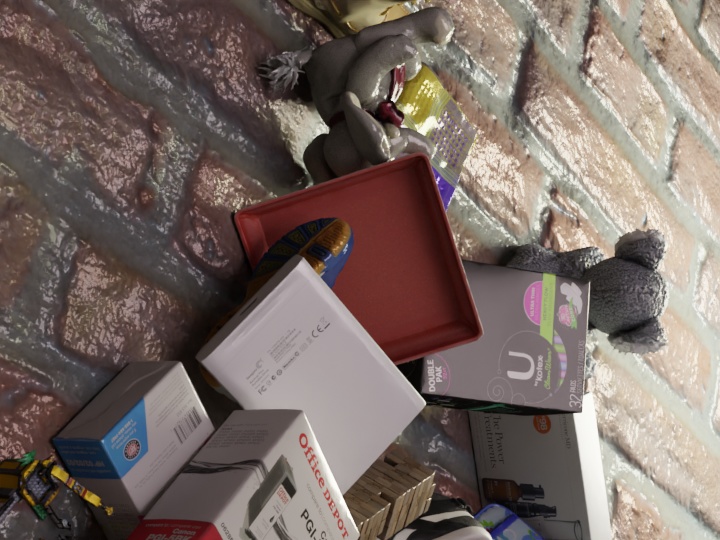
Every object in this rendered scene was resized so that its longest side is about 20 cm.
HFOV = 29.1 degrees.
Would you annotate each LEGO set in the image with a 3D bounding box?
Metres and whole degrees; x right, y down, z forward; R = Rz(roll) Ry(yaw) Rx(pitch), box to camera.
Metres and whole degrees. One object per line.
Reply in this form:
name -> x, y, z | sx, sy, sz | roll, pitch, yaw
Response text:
LEGO set -> -0.232, 0.247, 1.090 | 0.154, 0.115, 0.202 | -42, 120, -44

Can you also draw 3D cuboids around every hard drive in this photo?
hard drive -> -0.042, 0.102, 1.284 | 0.132, 0.027, 0.200 | -45, 116, -11

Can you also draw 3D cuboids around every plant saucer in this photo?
plant saucer -> 0.000, 0.000, 1.371 | 0.037, 0.198, 0.201 | -83, 155, -72

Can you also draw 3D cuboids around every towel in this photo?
towel -> 0.069, -0.124, 1.572 | 0.144, 0.023, 0.201 | 52, 50, -36

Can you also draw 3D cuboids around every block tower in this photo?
block tower -> 0.003, 0.239, 1.371 | 0.199, 0.057, 0.054 | -24, 134, -56

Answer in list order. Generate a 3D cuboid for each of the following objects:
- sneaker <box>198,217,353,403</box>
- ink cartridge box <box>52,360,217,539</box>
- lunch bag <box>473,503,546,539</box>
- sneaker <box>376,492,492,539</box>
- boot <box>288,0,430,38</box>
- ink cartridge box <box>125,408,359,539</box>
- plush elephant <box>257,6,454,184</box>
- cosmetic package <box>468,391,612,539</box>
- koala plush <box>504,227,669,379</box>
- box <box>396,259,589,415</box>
sneaker -> -0.068, 0.041, 1.324 | 0.200, 0.075, 0.088 | -50, 130, -8
ink cartridge box -> -0.170, 0.194, 1.212 | 0.115, 0.067, 0.201 | -46, 122, -44
lunch bag -> 0.142, 0.354, 1.527 | 0.199, 0.161, 0.083 | -23, 147, -49
sneaker -> 0.030, 0.288, 1.459 | 0.198, 0.112, 0.074 | -6, 114, -18
boot -> 0.032, -0.287, 1.431 | 0.199, 0.154, 0.074 | 24, 69, -48
ink cartridge box -> -0.098, 0.232, 1.172 | 0.200, 0.082, 0.148 | -51, 125, -47
plush elephant -> 0.010, -0.157, 1.399 | 0.198, 0.165, 0.156 | -15, 85, -22
cosmetic package -> 0.209, 0.243, 1.616 | 0.051, 0.150, 0.202 | -16, 99, -50
koala plush -> 0.285, 0.037, 1.688 | 0.183, 0.199, 0.179 | 23, 70, -48
box -> 0.130, 0.074, 1.496 | 0.198, 0.124, 0.150 | 9, 79, -23
